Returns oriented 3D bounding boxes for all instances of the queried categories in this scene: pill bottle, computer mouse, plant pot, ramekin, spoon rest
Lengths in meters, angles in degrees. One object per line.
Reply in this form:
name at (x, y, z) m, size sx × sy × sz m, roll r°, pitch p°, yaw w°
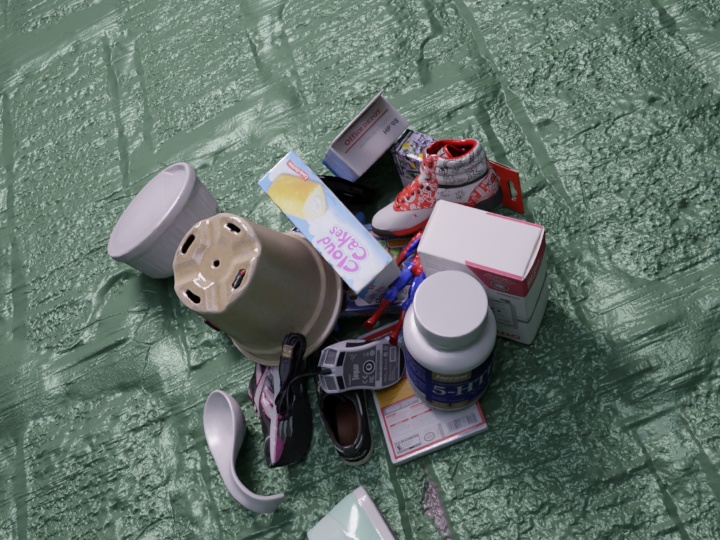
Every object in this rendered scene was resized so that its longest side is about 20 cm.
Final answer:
pill bottle at (0.114, 0.090, 0.968) m, size 0.118 × 0.201 × 0.121 m, roll -3°, pitch 59°, yaw 5°
computer mouse at (-0.027, 0.135, 1.045) m, size 0.044 × 0.198 × 0.111 m, roll 13°, pitch 103°, yaw 60°
plant pot at (-0.150, 0.014, 1.029) m, size 0.198 × 0.183 × 0.203 m, roll -8°, pitch 70°, yaw 22°
ramekin at (-0.328, -0.078, 1.282) m, size 0.201 × 0.094 × 0.204 m, roll -32°, pitch 35°, yaw 25°
spoon rest at (-0.184, 0.264, 1.099) m, size 0.200 × 0.060 × 0.100 m, roll 52°, pitch 127°, yaw 31°

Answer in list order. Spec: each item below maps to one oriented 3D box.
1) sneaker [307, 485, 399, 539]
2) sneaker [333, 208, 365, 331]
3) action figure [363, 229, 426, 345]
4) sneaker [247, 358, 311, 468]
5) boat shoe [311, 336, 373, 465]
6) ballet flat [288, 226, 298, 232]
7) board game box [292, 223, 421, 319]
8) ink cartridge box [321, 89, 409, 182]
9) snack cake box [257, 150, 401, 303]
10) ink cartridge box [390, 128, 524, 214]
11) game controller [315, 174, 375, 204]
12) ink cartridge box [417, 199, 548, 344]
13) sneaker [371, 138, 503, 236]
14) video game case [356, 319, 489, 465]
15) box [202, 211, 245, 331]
sneaker at (0.007, 0.389, 0.959) m, size 0.118 × 0.074 × 0.201 m, roll -35°, pitch 47°, yaw -5°
sneaker at (-0.022, 0.002, 1.178) m, size 0.078 × 0.066 × 0.202 m, roll 19°, pitch 73°, yaw 15°
action figure at (0.075, 0.008, 1.070) m, size 0.065 × 0.052 × 0.201 m, roll 29°, pitch 70°, yaw 8°
sneaker at (-0.127, 0.197, 1.122) m, size 0.086 × 0.080 × 0.202 m, roll -20°, pitch 54°, yaw 31°
boat shoe at (-0.032, 0.177, 1.088) m, size 0.071 × 0.068 × 0.202 m, roll -25°, pitch 57°, yaw 10°
ballet flat at (-0.115, -0.026, 1.225) m, size 0.072 × 0.072 × 0.201 m, roll 28°, pitch 76°, yaw 30°
board game box at (0.000, 0.000, 1.123) m, size 0.197 × 0.035 × 0.137 m, roll -5°, pitch 70°, yaw 3°
ink cartridge box at (0.007, -0.202, 1.184) m, size 0.067 × 0.200 × 0.116 m, roll 44°, pitch 85°, yaw -6°
snack cake box at (-0.038, -0.054, 1.003) m, size 0.067 × 0.115 × 0.200 m, roll -42°, pitch 78°, yaw -1°
ink cartridge box at (0.147, -0.134, 1.143) m, size 0.199 × 0.109 × 0.051 m, roll 27°, pitch 70°, yaw 30°
game controller at (-0.050, -0.128, 1.177) m, size 0.103 × 0.200 × 0.043 m, roll -6°, pitch 87°, yaw 20°
ink cartridge box at (0.169, 0.008, 1.003) m, size 0.145 × 0.200 × 0.083 m, roll 16°, pitch 67°, yaw 23°
sneaker at (0.091, -0.121, 1.059) m, size 0.199 × 0.109 × 0.068 m, roll -13°, pitch 36°, yaw 23°
video game case at (0.084, 0.159, 1.078) m, size 0.142 × 0.017 × 0.202 m, roll -23°, pitch 59°, yaw 10°
box at (-0.231, -0.003, 1.236) m, size 0.110 × 0.035 × 0.200 m, roll -44°, pitch 41°, yaw 7°
